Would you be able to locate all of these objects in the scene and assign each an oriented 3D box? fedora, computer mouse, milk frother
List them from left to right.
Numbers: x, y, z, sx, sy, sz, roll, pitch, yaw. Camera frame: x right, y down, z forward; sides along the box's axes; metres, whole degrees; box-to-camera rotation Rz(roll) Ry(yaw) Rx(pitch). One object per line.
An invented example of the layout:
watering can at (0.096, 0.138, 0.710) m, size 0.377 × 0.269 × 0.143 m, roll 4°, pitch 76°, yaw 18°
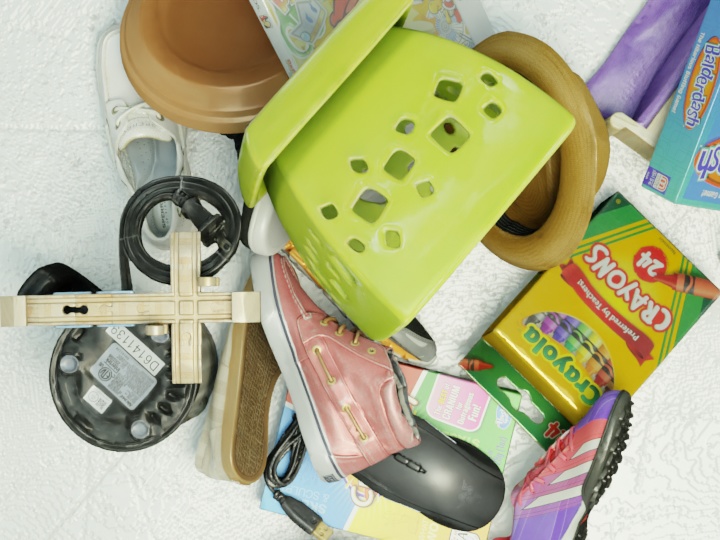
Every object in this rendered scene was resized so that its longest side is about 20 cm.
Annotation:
milk frother at (-0.162, 0.033, 1.358) m, size 0.199 × 0.188 × 0.182 m, roll -31°, pitch 90°, yaw 0°
computer mouse at (0.016, 0.178, 1.386) m, size 0.199 × 0.046 × 0.141 m, roll 34°, pitch 89°, yaw 0°
fedora at (0.151, -0.103, 1.388) m, size 0.081 × 0.200 × 0.203 m, roll -17°, pitch 90°, yaw -36°

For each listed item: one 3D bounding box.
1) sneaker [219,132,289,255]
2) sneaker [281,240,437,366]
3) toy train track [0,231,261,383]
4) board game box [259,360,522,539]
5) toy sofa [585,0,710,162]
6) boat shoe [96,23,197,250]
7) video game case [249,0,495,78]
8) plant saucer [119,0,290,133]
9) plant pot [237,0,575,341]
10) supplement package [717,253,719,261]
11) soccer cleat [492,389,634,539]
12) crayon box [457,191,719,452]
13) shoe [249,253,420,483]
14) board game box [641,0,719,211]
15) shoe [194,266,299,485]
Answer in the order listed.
sneaker at (-0.095, -0.104, 1.393) m, size 0.111 × 0.073 × 0.201 m, roll 8°, pitch 59°, yaw 16°
sneaker at (0.000, 0.000, 1.414) m, size 0.077 × 0.078 × 0.200 m, roll -43°, pitch 89°, yaw -5°
toy train track at (-0.175, 0.029, 1.247) m, size 0.198 × 0.033 × 0.116 m, roll -1°, pitch 89°, yaw 1°
board game box at (0.026, 0.155, 1.430) m, size 0.198 × 0.040 × 0.155 m, roll 14°, pitch 90°, yaw 0°
toy sofa at (0.275, -0.195, 1.407) m, size 0.097 × 0.083 × 0.201 m, roll 36°, pitch 90°, yaw -1°
boat shoe at (-0.183, -0.118, 1.416) m, size 0.070 × 0.069 × 0.202 m, roll -16°, pitch 89°, yaw 2°
video game case at (0.008, -0.222, 1.366) m, size 0.200 × 0.023 × 0.183 m, roll -39°, pitch 112°, yaw -28°
plant saucer at (-0.106, -0.208, 1.386) m, size 0.198 × 0.038 × 0.202 m, roll -1°, pitch 60°, yaw 2°
plant pot at (0.019, -0.083, 1.242) m, size 0.181 × 0.199 × 0.200 m, roll 42°, pitch 81°, yaw 0°
supplement package at (0.424, -0.003, 1.386) m, size 0.199 × 0.121 × 0.121 m, roll -25°, pitch 91°, yaw 0°
soccer cleat at (0.164, 0.176, 1.360) m, size 0.073 × 0.068 × 0.201 m, roll 28°, pitch 118°, yaw 18°
crayon box at (0.195, 0.049, 1.402) m, size 0.127 × 0.051 × 0.200 m, roll 43°, pitch 78°, yaw 0°
shoe at (-0.020, 0.066, 1.356) m, size 0.090 × 0.071 × 0.202 m, roll -21°, pitch 78°, yaw 8°
board game box at (0.328, -0.147, 1.360) m, size 0.151 × 0.045 × 0.202 m, roll 4°, pitch 111°, yaw -39°
shoe at (-0.099, 0.083, 1.410) m, size 0.053 × 0.070 × 0.202 m, roll -6°, pitch 65°, yaw 42°
